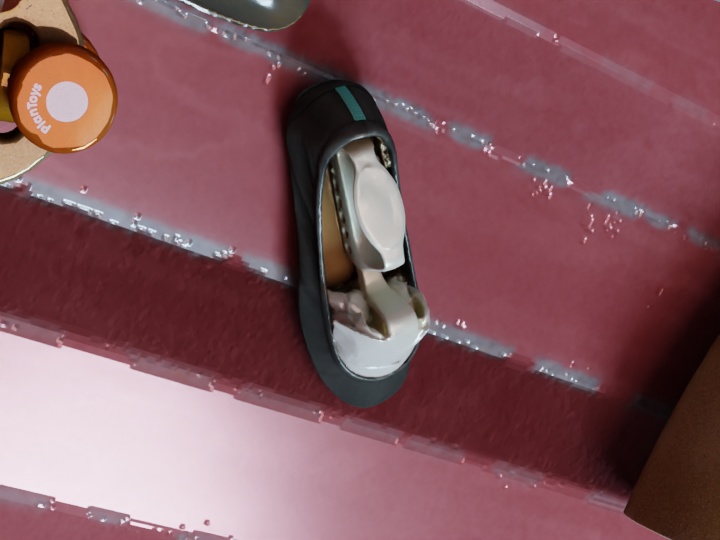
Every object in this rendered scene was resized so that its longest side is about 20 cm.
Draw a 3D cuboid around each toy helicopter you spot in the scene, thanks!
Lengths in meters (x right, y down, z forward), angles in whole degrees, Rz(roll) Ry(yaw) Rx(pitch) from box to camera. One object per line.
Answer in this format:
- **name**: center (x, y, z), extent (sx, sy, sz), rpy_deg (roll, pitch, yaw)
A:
- **toy helicopter**: center (-0.191, -0.130, 0.707), extent (0.131, 0.079, 0.202), rpy_deg (-19, 111, -9)

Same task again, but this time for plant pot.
- **plant pot**: center (0.280, 0.084, 1.004), extent (0.185, 0.186, 0.202), rpy_deg (18, 91, -34)

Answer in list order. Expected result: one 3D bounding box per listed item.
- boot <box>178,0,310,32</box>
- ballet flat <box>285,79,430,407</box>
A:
- **boot**: center (-0.079, -0.160, 0.722), extent (0.075, 0.097, 0.200), rpy_deg (-50, 126, 2)
- **ballet flat**: center (0.000, 0.000, 0.862), extent (0.068, 0.068, 0.202), rpy_deg (-23, 123, -18)
